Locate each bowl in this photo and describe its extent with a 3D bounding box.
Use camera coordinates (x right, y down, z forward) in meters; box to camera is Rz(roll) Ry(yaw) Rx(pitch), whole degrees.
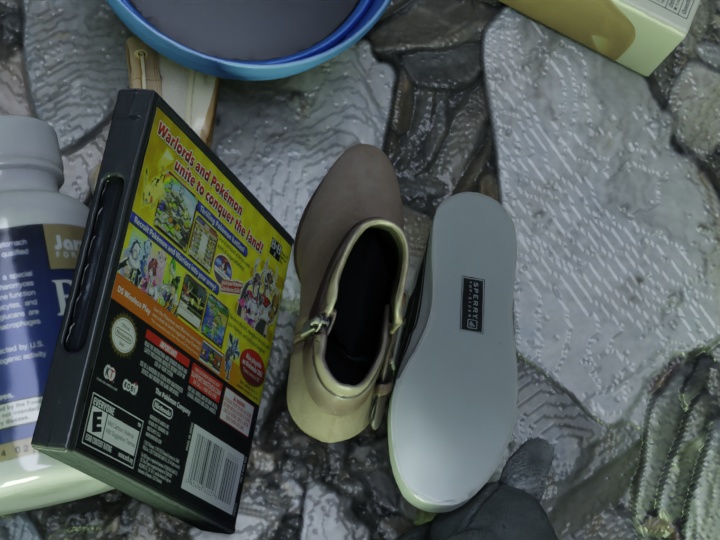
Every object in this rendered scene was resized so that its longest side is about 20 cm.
[{"bbox_3d":[-0.069,-0.207,0.853,0.198,0.039,0.203,3,75,-13],"label":"bowl"}]

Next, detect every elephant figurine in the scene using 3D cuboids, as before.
[{"bbox_3d":[0.086,0.231,0.796,0.155,0.141,0.201,-36,92,23],"label":"elephant figurine"}]

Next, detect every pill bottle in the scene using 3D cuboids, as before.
[{"bbox_3d":[-0.189,0.024,0.797,0.110,0.111,0.202,-10,77,-13],"label":"pill bottle"}]

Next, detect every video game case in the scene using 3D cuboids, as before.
[{"bbox_3d":[-0.096,0.031,0.775,0.025,0.200,0.183,4,71,20],"label":"video game case"}]

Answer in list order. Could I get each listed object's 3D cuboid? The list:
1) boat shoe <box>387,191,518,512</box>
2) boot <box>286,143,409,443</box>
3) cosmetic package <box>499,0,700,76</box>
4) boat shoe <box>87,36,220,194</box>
[{"bbox_3d":[0.054,0.053,0.842,0.070,0.064,0.202,16,57,-5],"label":"boat shoe"},{"bbox_3d":[0.000,0.000,0.822,0.069,0.146,0.202,9,72,-6],"label":"boot"},{"bbox_3d":[0.129,-0.223,0.950,0.198,0.071,0.106,27,72,-2],"label":"cosmetic package"},{"bbox_3d":[-0.125,-0.049,0.855,0.068,0.074,0.202,8,64,-6],"label":"boat shoe"}]
